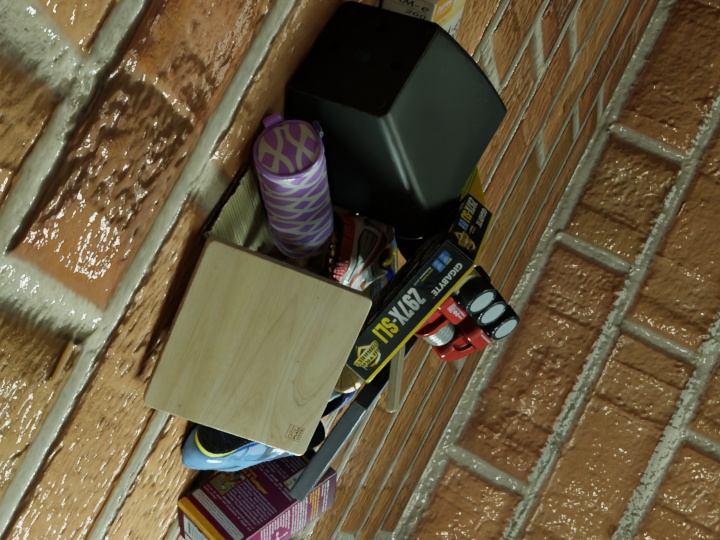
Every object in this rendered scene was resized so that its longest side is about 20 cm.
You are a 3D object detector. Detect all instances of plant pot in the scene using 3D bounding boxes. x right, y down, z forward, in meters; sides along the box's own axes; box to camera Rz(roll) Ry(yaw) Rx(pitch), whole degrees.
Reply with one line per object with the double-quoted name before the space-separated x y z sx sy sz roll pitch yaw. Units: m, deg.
"plant pot" 0.026 -0.190 1.490 0.201 0.198 0.178 -58 149 -19

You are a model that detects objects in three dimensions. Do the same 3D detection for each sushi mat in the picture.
"sushi mat" -0.138 -0.038 1.491 0.096 0.012 0.201 -60 164 -19

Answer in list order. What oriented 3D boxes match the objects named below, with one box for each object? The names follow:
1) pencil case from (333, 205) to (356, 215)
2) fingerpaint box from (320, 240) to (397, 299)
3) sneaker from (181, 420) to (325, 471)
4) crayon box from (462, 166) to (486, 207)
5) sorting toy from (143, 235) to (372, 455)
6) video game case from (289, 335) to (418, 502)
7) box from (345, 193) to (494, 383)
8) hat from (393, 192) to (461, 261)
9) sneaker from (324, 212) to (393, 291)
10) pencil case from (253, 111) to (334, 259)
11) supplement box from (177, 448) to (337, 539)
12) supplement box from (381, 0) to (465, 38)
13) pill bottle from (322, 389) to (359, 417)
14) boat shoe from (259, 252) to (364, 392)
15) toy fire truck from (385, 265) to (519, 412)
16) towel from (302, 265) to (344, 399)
"pencil case" 0.002 -0.111 1.722 0.200 0.077 0.091 -41 139 -56
"fingerpaint box" 0.002 0.028 1.803 0.167 0.072 0.203 -23 113 -72
"sneaker" -0.142 0.223 1.685 0.198 0.067 0.079 -3 148 -34
"crayon box" 0.111 -0.089 1.745 0.201 0.057 0.174 101 -15 -53
"sorting toy" -0.119 0.078 1.445 0.202 0.197 0.070 -65 -160 13
"video game case" -0.008 0.192 1.715 0.201 0.025 0.181 -57 175 37
"box" 0.067 0.019 1.493 0.200 0.049 0.160 -49 -177 25
"hat" 0.054 -0.106 1.611 0.200 0.080 0.204 -171 -90 -69
"sneaker" 0.000 0.000 1.621 0.201 0.081 0.079 104 -21 -60
"pencil case" -0.077 -0.092 1.475 0.083 0.086 0.201 -30 153 -14
"supplement box" -0.140 0.319 1.773 0.199 0.110 0.086 -32 147 -31
"supplement box" 0.070 -0.288 1.672 0.126 0.073 0.202 -48 158 -48
"pill bottle" -0.077 0.158 1.828 0.113 0.111 0.200 -67 165 11
"boat shoe" -0.063 0.055 1.537 0.072 0.200 0.072 -43 -175 24
"toy fire truck" 0.096 0.083 1.665 0.199 0.129 0.176 -38 152 6
"towel" -0.067 0.085 1.634 0.048 0.173 0.200 -23 176 21
